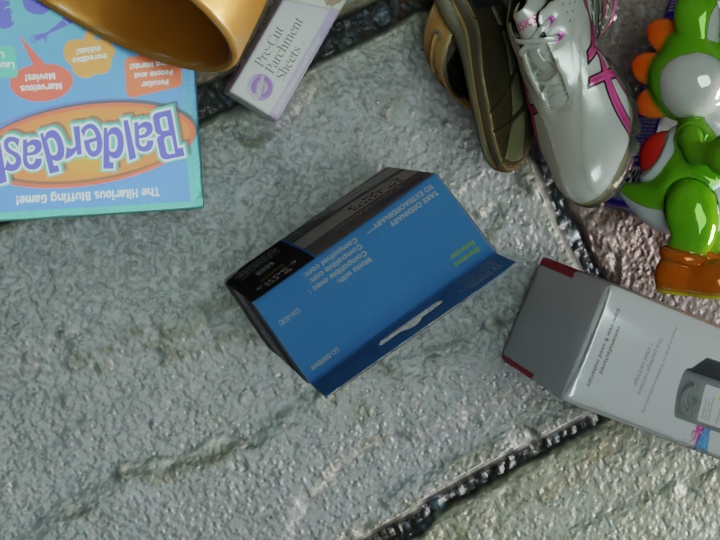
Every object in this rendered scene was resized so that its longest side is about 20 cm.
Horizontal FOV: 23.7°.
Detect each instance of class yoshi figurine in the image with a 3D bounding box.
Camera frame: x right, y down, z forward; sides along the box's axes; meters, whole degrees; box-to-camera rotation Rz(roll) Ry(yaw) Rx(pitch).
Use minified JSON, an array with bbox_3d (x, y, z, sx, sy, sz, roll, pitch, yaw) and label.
[{"bbox_3d":[0.246,-0.085,1.131,0.111,0.112,0.202,-2,94,-26],"label":"yoshi figurine"}]

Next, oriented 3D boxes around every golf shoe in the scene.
[{"bbox_3d":[0.129,-0.137,1.135,0.092,0.072,0.202,17,59,-41],"label":"golf shoe"}]

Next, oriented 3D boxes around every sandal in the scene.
[{"bbox_3d":[0.068,-0.160,1.163,0.054,0.080,0.202,-22,84,33],"label":"sandal"}]

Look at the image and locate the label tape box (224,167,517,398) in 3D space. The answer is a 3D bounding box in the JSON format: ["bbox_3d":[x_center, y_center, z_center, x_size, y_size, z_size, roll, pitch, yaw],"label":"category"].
[{"bbox_3d":[0.000,0.000,1.093,0.144,0.200,0.064,-35,101,-7],"label":"label tape box"}]

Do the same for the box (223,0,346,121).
[{"bbox_3d":[-0.025,-0.195,1.151,0.041,0.039,0.201,31,88,-13],"label":"box"}]

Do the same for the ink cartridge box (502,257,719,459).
[{"bbox_3d":[0.215,0.070,1.175,0.198,0.148,0.086,20,92,-15],"label":"ink cartridge box"}]

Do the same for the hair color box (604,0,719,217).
[{"bbox_3d":[0.258,-0.123,1.210,0.108,0.065,0.202,17,93,-13],"label":"hair color box"}]

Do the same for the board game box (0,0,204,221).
[{"bbox_3d":[-0.183,-0.136,1.119,0.150,0.045,0.202,-5,97,-12],"label":"board game box"}]

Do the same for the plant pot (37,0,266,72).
[{"bbox_3d":[-0.120,-0.247,1.006,0.199,0.200,0.185,29,79,-13],"label":"plant pot"}]
